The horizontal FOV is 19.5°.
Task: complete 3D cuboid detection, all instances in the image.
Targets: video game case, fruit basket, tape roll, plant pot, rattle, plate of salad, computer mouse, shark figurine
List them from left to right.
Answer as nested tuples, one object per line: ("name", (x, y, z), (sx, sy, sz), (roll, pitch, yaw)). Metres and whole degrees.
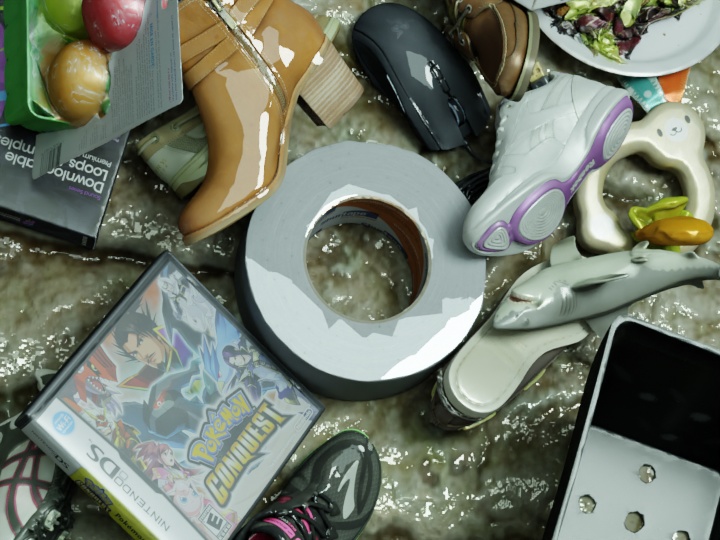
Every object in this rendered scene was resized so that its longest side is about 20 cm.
("fruit basket", (-0.193, -0.182, 1.602), (0.093, 0.199, 0.187), (13, 66, -45))
("video game case", (-0.140, 0.110, 1.593), (0.181, 0.025, 0.200), (45, 49, -8))
("tape roll", (0.000, 0.000, 1.687), (0.198, 0.066, 0.202), (3, 74, -10))
("computer mouse", (0.092, -0.159, 1.763), (0.140, 0.046, 0.201), (-28, 80, -18))
("plate of salad", (0.233, -0.259, 1.811), (0.198, 0.048, 0.202), (4, 64, -8))
("shark figurine", (0.220, 0.025, 1.660), (0.212, 0.128, 0.090), (-6, 112, 16))
("rattle", (0.252, -0.107, 1.735), (0.129, 0.143, 0.202), (19, 76, 11))
("plant pot", (0.238, 0.177, 1.622), (0.198, 0.177, 0.202), (20, 71, -5))

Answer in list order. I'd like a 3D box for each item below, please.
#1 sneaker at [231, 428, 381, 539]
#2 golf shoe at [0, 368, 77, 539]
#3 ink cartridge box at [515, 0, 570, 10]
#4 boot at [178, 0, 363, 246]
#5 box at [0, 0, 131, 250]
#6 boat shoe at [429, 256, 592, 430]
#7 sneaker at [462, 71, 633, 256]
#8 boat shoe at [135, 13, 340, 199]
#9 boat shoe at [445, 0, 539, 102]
("sneaker", (-0.049, 0.205, 1.604), (0.077, 0.084, 0.200), (40, 70, 2))
("golf shoe", (-0.253, 0.167, 1.590), (0.088, 0.077, 0.201), (26, 63, 14))
("ink cartridge box", (0.090, -0.280, 1.748), (0.199, 0.037, 0.094), (31, 26, 22))
("boot", (-0.109, -0.133, 1.623), (0.200, 0.077, 0.155), (-46, 105, -8))
("box", (-0.253, -0.132, 1.692), (0.142, 0.036, 0.202), (17, 72, -6))
("boat shoe", (0.127, 0.058, 1.692), (0.072, 0.060, 0.200), (45, 54, 3))
("sneaker", (0.135, -0.087, 1.704), (0.099, 0.075, 0.200), (29, 57, 26))
("boat shoe", (-0.096, -0.146, 1.710), (0.063, 0.073, 0.201), (43, 77, -1))
("boat shoe", (0.101, -0.200, 1.725), (0.067, 0.072, 0.200), (15, 26, -12))
